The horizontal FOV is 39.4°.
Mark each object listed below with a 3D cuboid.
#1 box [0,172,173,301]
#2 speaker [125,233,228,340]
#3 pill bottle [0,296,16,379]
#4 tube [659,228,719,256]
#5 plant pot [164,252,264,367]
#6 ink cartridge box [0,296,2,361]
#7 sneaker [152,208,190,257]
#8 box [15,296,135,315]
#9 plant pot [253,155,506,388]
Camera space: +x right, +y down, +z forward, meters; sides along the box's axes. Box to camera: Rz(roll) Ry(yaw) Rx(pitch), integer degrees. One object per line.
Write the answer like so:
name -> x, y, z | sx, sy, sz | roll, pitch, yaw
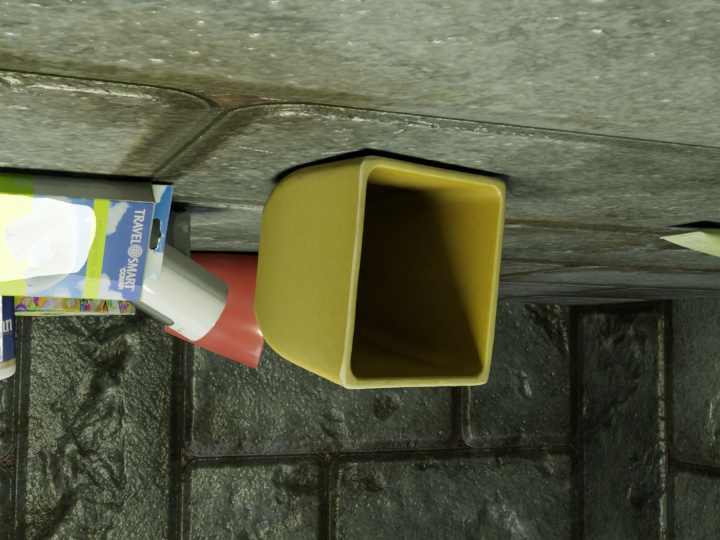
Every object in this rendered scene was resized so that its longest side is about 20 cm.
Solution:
box -> -0.290, -0.032, 1.008 | 0.196, 0.124, 0.048 | 3, -148, -21
speaker -> -0.244, -0.003, 1.122 | 0.199, 0.082, 0.081 | 36, 157, -30
pill bottle -> -0.486, 0.032, 1.245 | 0.109, 0.204, 0.111 | 0, -174, 0
tube -> 0.505, -0.037, 1.348 | 0.197, 0.052, 0.059 | 6, 132, -22
plant pot -> -0.247, 0.056, 1.781 | 0.174, 0.204, 0.200 | 12, 174, -8
ink cartridge box -> -0.502, 0.008, 1.127 | 0.196, 0.201, 0.044 | 3, -153, -14
sneaker -> -0.277, -0.036, 1.226 | 0.113, 0.077, 0.199 | 0, 179, -25
box -> -0.456, 0.002, 1.446 | 0.196, 0.125, 0.192 | -1, 175, 17
plant pot -> 0.000, 0.000, 0.978 | 0.192, 0.200, 0.198 | 5, -179, -42
